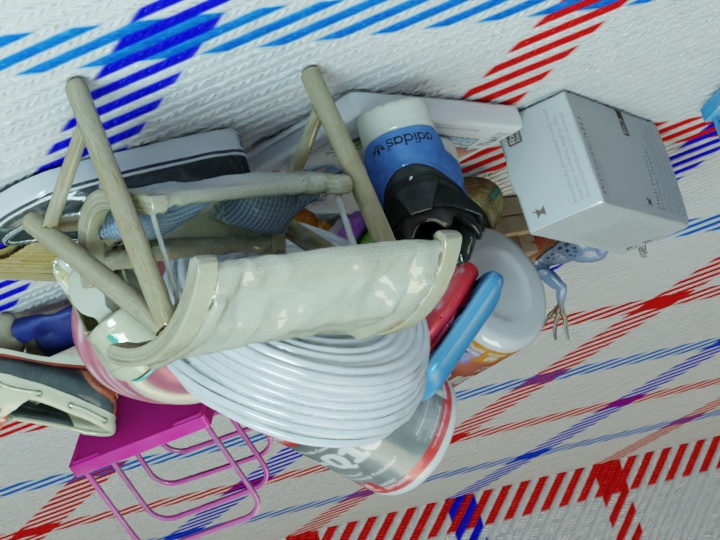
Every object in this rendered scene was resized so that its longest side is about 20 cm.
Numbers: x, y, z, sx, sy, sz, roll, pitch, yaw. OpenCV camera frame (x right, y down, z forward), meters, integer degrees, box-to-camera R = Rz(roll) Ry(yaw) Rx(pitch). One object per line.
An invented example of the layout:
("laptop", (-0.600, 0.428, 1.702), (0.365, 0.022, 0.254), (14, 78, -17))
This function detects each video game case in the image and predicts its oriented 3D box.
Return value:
("video game case", (-0.002, -0.087, 1.585), (0.182, 0.024, 0.200), (-27, 163, 38))

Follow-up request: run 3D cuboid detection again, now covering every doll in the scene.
("doll", (-0.202, 0.039, 1.742), (0.199, 0.049, 0.136), (-14, 162, 21))

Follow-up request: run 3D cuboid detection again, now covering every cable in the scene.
("cable", (-0.044, 0.041, 1.428), (0.200, 0.200, 0.069), (-23, 140, -53))

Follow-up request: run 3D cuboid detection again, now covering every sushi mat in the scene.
("sushi mat", (-0.221, -0.008, 1.657), (0.096, 0.012, 0.200), (-25, 163, 33))

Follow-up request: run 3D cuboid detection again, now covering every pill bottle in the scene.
("pill bottle", (-0.028, 0.093, 1.635), (0.200, 0.114, 0.114), (31, 138, -34))
("pill bottle", (0.057, 0.051, 1.760), (0.112, 0.112, 0.200), (-4, 160, -41))

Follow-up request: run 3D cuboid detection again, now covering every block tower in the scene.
("block tower", (0.096, -0.008, 1.949), (0.058, 0.054, 0.200), (-8, 163, -28))

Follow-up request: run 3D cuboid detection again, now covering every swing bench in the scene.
("swing bench", (-0.079, -0.021, 1.320), (0.198, 0.200, 0.130), (-5, 133, -36))

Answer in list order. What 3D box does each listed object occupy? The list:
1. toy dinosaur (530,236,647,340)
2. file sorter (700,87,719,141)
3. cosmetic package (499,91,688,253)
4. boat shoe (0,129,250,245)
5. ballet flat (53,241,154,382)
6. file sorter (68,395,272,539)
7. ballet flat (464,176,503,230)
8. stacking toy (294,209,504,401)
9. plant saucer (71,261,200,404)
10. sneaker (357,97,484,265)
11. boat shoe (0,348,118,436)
("toy dinosaur", (0.186, -0.038, 1.976), (0.181, 0.105, 0.200), (-7, 131, 14))
("file sorter", (0.416, -0.127, 1.721), (0.199, 0.123, 0.139), (-14, 166, -15))
("cosmetic package", (0.195, -0.078, 1.697), (0.074, 0.102, 0.200), (-24, 166, 24))
("boat shoe", (-0.173, -0.042, 1.467), (0.199, 0.068, 0.074), (-15, 166, -10))
("ballet flat", (-0.190, 0.009, 1.500), (0.069, 0.070, 0.200), (-13, -151, -14))
("file sorter", (-0.154, 0.136, 1.852), (0.139, 0.126, 0.200), (-21, -151, 19))
("ballet flat", (0.049, -0.030, 1.806), (0.200, 0.071, 0.071), (-26, 163, 40))
("stacking toy", (0.000, 0.000, 1.565), (0.110, 0.200, 0.116), (-55, -179, -19))
("plant saucer", (-0.131, 0.036, 1.654), (0.200, 0.051, 0.201), (-15, 133, -16))
("sneaker", (0.047, -0.047, 1.516), (0.077, 0.112, 0.200), (-17, 166, 2))
("boat shoe", (-0.298, 0.104, 1.729), (0.199, 0.063, 0.071), (6, 160, -30))
